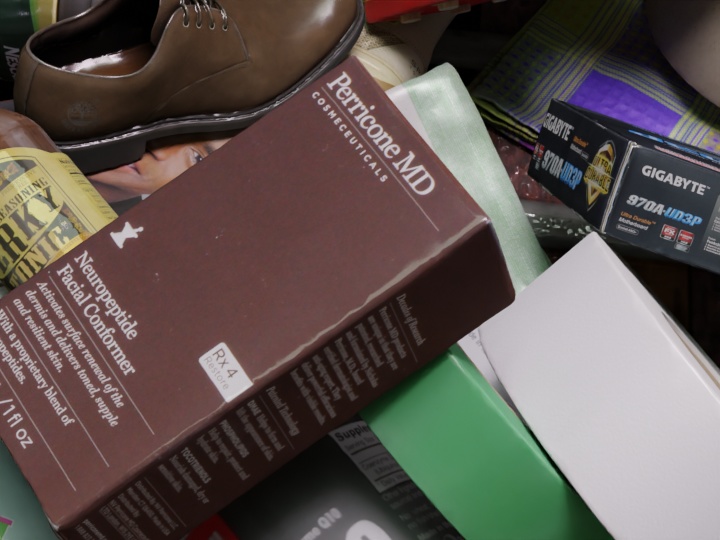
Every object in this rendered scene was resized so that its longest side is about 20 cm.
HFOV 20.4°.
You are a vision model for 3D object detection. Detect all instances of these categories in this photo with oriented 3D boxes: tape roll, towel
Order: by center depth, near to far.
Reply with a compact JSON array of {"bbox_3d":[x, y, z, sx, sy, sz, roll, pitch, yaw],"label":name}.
[{"bbox_3d":[0.141,0.081,0.884,0.071,0.202,0.203,-40,60,7],"label":"tape roll"},{"bbox_3d":[0.045,0.056,0.893,0.048,0.200,0.201,-39,59,8],"label":"tape roll"},{"bbox_3d":[0.000,0.000,1.004,0.199,0.023,0.153,-27,90,-24],"label":"towel"},{"bbox_3d":[0.172,-0.092,1.134,0.199,0.023,0.144,31,57,18],"label":"towel"}]

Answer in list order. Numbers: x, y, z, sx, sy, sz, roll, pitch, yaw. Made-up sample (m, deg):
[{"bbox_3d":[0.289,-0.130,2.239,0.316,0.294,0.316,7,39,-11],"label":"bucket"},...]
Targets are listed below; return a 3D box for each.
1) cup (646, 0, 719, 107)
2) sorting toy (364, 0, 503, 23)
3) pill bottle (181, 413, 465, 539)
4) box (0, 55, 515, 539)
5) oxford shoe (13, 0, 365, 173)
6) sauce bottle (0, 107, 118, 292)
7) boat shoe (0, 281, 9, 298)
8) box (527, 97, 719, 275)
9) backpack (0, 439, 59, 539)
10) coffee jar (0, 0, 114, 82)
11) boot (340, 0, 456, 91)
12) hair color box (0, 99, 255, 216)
[{"bbox_3d":[0.275,-0.186,1.122,0.199,0.144,0.201,7,44,-7],"label":"cup"},{"bbox_3d":[0.108,-0.186,1.061,0.199,0.198,0.070,-14,93,-36],"label":"sorting toy"},{"bbox_3d":[-0.015,0.127,0.878,0.114,0.114,0.200,-33,68,-27],"label":"pill bottle"},{"bbox_3d":[-0.049,0.020,0.777,0.199,0.075,0.100,-35,61,-7],"label":"box"},{"bbox_3d":[-0.082,-0.117,1.016,0.199,0.085,0.073,-25,55,-24],"label":"oxford shoe"},{"bbox_3d":[-0.159,-0.028,0.954,0.065,0.065,0.200,-36,75,-28],"label":"sauce bottle"},{"bbox_3d":[-0.248,0.036,0.961,0.199,0.074,0.067,-22,66,-19],"label":"boat shoe"},{"bbox_3d":[0.192,-0.024,0.978,0.199,0.046,0.159,18,10,-10],"label":"box"},{"bbox_3d":[-0.197,0.130,0.852,0.175,0.154,0.200,-25,51,-17],"label":"backpack"},{"bbox_3d":[-0.204,-0.151,1.085,0.198,0.105,0.086,11,58,10],"label":"coffee jar"},{"bbox_3d":[-0.032,-0.179,1.147,0.199,0.073,0.156,29,56,9],"label":"boot"},{"bbox_3d":[-0.129,-0.043,1.044,0.198,0.061,0.102,-11,53,-14],"label":"hair color box"}]
